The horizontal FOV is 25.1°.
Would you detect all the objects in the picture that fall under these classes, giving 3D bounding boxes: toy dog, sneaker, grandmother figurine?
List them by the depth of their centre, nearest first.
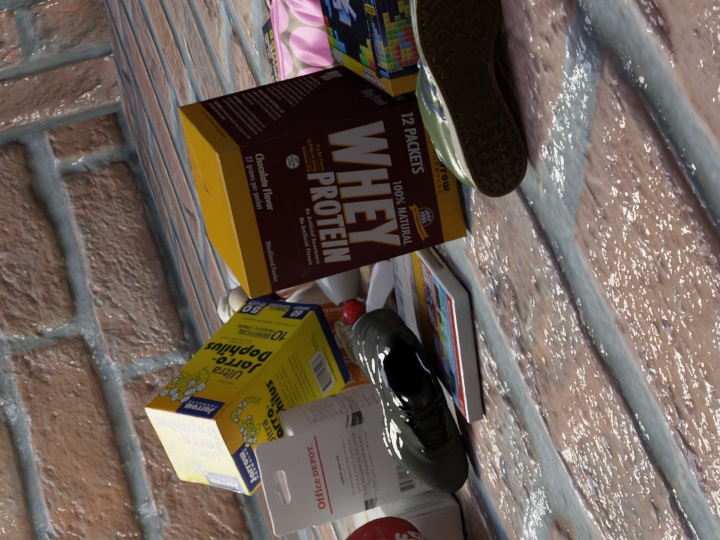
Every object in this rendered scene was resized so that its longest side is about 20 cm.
[{"bbox_3d":[0.064,-0.155,1.196,0.090,0.067,0.201,-149,41,-66],"label":"sneaker"},{"bbox_3d":[0.054,0.136,1.583,0.201,0.076,0.091,62,169,-15],"label":"sneaker"},{"bbox_3d":[0.000,0.000,1.736,0.201,0.096,0.132,60,167,-7],"label":"toy dog"},{"bbox_3d":[-0.090,0.009,1.889,0.061,0.200,0.121,52,-146,-11],"label":"grandmother figurine"}]

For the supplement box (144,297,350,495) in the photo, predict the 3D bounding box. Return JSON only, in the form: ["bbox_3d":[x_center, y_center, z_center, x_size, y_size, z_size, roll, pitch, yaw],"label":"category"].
[{"bbox_3d":[-0.120,0.133,1.764,0.108,0.200,0.110,5,130,38],"label":"supplement box"}]

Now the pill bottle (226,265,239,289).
[{"bbox_3d":[-0.132,-0.057,2.169,0.201,0.112,0.112,85,164,-44],"label":"pill bottle"}]

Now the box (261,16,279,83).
[{"bbox_3d":[-0.055,-0.184,1.751,0.158,0.048,0.201,-179,77,-79],"label":"box"}]

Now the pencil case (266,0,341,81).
[{"bbox_3d":[-0.046,-0.221,1.576,0.091,0.093,0.201,-119,16,-47],"label":"pencil case"}]

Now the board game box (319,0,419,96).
[{"bbox_3d":[0.007,-0.250,1.378,0.200,0.056,0.166,-135,30,-67],"label":"board game box"}]

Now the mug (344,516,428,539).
[{"bbox_3d":[0.088,0.344,1.627,0.200,0.177,0.134,25,116,51],"label":"mug"}]

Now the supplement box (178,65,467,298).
[{"bbox_3d":[-0.038,-0.090,1.444,0.197,0.199,0.133,-134,30,-67],"label":"supplement box"}]

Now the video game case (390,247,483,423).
[{"bbox_3d":[0.069,0.037,1.567,0.200,0.017,0.144,-123,21,-57],"label":"video game case"}]

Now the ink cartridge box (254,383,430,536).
[{"bbox_3d":[-0.015,0.195,1.721,0.068,0.199,0.117,-135,31,-67],"label":"ink cartridge box"}]

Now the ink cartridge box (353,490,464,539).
[{"bbox_3d":[0.051,0.285,1.827,0.200,0.085,0.148,-131,27,-61],"label":"ink cartridge box"}]

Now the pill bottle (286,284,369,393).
[{"bbox_3d":[-0.036,0.100,1.920,0.112,0.112,0.201,90,160,-53],"label":"pill bottle"}]
